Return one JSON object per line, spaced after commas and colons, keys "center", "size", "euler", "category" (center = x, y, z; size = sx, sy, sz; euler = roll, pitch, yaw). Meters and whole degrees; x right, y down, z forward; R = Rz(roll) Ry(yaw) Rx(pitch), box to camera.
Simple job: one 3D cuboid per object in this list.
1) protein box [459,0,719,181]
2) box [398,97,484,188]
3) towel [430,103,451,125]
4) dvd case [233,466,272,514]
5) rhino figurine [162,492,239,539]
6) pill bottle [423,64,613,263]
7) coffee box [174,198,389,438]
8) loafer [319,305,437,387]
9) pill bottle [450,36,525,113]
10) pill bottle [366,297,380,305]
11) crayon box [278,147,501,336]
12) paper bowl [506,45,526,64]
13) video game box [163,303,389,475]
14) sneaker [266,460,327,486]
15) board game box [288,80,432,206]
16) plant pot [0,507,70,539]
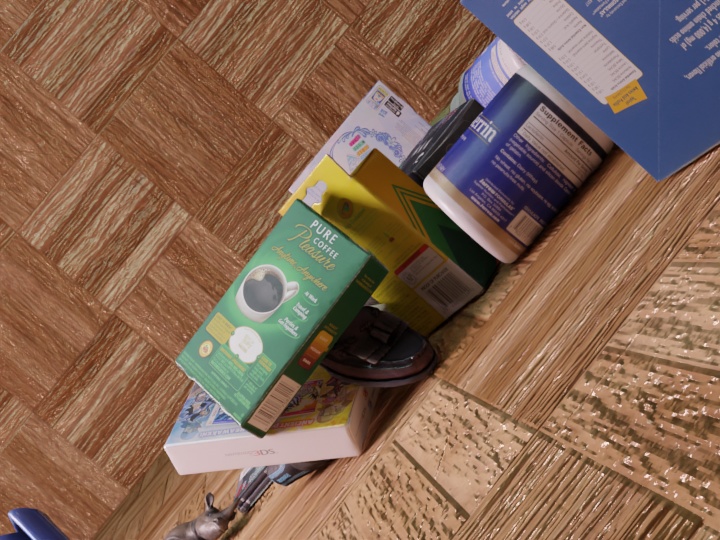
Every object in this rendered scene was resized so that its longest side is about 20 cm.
{"center": [0.214, -0.204, 0.861], "size": [0.135, 0.200, 0.198], "euler": [-53, 6, -29], "category": "protein box"}
{"center": [0.111, -0.097, 1.394], "size": [0.106, 0.122, 0.200], "euler": [-50, 5, -8], "category": "box"}
{"center": [0.156, -0.290, 2.784], "size": [0.148, 0.036, 0.200], "euler": [-44, 8, 48], "category": "towel"}
{"center": [-0.083, 0.198, 1.551], "size": [0.200, 0.022, 0.146], "euler": [-49, 5, 2], "category": "dvd case"}
{"center": [-0.207, 0.330, 1.476], "size": [0.200, 0.060, 0.088], "euler": [-47, 9, 16], "category": "rhino figurine"}
{"center": [0.161, -0.116, 1.165], "size": [0.200, 0.116, 0.116], "euler": [-49, 5, 7], "category": "pill bottle"}
{"center": [-0.075, 0.044, 1.195], "size": [0.123, 0.044, 0.201], "euler": [35, 89, 40], "category": "coffee box"}
{"center": [-0.016, 0.059, 1.204], "size": [0.199, 0.063, 0.072], "euler": [11, 44, 43], "category": "loafer"}
{"center": [0.208, -0.268, 1.807], "size": [0.112, 0.112, 0.200], "euler": [-53, 7, -33], "category": "pill bottle"}
{"center": [0.000, 0.000, 1.405], "size": [0.111, 0.110, 0.201], "euler": [-56, -13, -47], "category": "pill bottle"}
{"center": [0.027, -0.034, 1.255], "size": [0.051, 0.200, 0.127], "euler": [-53, 7, -37], "category": "crayon box"}
{"center": [0.289, -0.335, 1.636], "size": [0.201, 0.104, 0.201], "euler": [-50, 5, 6], "category": "paper bowl"}
{"center": [-0.075, 0.117, 1.258], "size": [0.198, 0.047, 0.183], "euler": [-9, 31, 22], "category": "video game box"}
{"center": [-0.044, 0.142, 1.335], "size": [0.082, 0.073, 0.200], "euler": [-49, 3, 41], "category": "sneaker"}
{"center": [0.036, -0.124, 1.777], "size": [0.199, 0.200, 0.043], "euler": [-49, 3, 1], "category": "board game box"}
{"center": [-0.392, 0.415, 1.505], "size": [0.180, 0.199, 0.201], "euler": [-43, -21, -25], "category": "plant pot"}
